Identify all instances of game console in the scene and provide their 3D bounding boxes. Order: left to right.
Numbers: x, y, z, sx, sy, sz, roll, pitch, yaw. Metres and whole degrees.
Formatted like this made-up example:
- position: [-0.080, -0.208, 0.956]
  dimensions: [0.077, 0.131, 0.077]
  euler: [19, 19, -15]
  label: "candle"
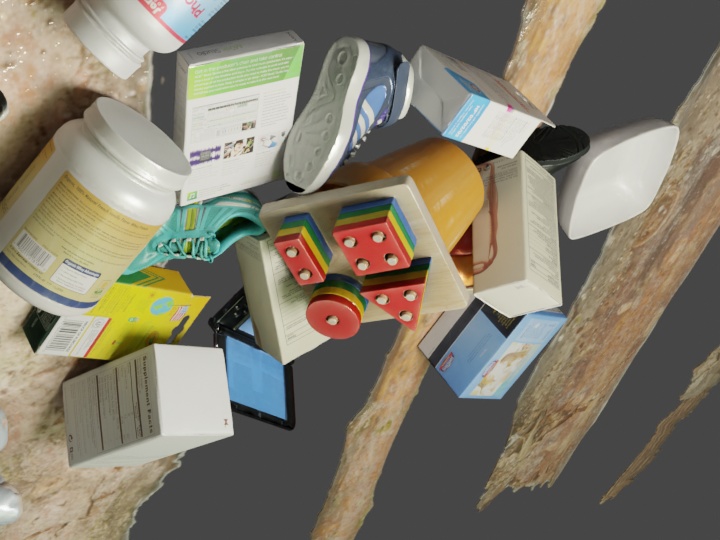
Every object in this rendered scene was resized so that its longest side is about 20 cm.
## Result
- position: [-0.115, 0.115, 1.506]
  dimensions: [0.172, 0.119, 0.200]
  euler: [-44, 147, 9]
  label: "game console"

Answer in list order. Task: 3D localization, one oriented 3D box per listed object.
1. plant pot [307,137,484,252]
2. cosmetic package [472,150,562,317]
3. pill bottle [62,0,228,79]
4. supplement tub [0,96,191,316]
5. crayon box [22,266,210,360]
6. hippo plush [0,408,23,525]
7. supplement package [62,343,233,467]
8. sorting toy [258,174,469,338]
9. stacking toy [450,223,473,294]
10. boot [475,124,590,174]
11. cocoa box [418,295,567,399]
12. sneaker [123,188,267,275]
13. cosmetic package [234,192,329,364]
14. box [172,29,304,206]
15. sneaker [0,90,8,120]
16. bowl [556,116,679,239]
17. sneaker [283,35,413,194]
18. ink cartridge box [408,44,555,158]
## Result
- position: [0.061, -0.078, 1.397]
  dimensions: [0.183, 0.200, 0.200]
  euler: [-38, 150, -29]
  label: "plant pot"
- position: [0.214, -0.049, 1.456]
  dimensions: [0.087, 0.200, 0.103]
  euler: [-17, 147, 34]
  label: "cosmetic package"
- position: [-0.178, -0.277, 0.988]
  dimensions: [0.200, 0.109, 0.109]
  euler: [-43, 147, 6]
  label: "pill bottle"
- position: [-0.285, -0.067, 1.104]
  dimensions: [0.200, 0.144, 0.144]
  euler: [-47, 146, 14]
  label: "supplement tub"
- position: [-0.300, 0.052, 1.316]
  dimensions: [0.200, 0.051, 0.127]
  euler: [14, 121, -50]
  label: "crayon box"
- position: [-0.513, 0.233, 1.285]
  dimensions: [0.200, 0.159, 0.161]
  euler: [-12, 110, -57]
  label: "hippo plush"
- position: [-0.276, 0.177, 1.355]
  dimensions: [0.200, 0.117, 0.117]
  euler: [-22, 159, 37]
  label: "supplement package"
- position: [0.000, 0.000, 1.260]
  dimensions: [0.200, 0.070, 0.199]
  euler: [-10, 129, 26]
  label: "sorting toy"
- position: [0.139, -0.076, 1.538]
  dimensions: [0.146, 0.146, 0.200]
  euler: [-16, 125, -31]
  label: "stacking toy"
- position: [0.252, -0.125, 1.613]
  dimensions: [0.198, 0.073, 0.163]
  euler: [-21, 141, -13]
  label: "boot"
- position: [0.225, 0.107, 1.808]
  dimensions: [0.133, 0.131, 0.200]
  euler: [9, 125, -48]
  label: "cocoa box"
- position: [-0.205, -0.045, 1.265]
  dimensions: [0.200, 0.080, 0.078]
  euler: [-25, 144, -19]
  label: "sneaker"
- position: [-0.096, 0.011, 1.388]
  dimensions: [0.105, 0.071, 0.200]
  euler: [-27, 129, -29]
  label: "cosmetic package"
- position: [-0.144, -0.174, 1.212]
  dimensions: [0.144, 0.036, 0.200]
  euler: [-18, 143, -29]
  label: "box"
- position: [-0.427, -0.131, 0.965]
  dimensions: [0.200, 0.075, 0.081]
  euler: [-5, 143, -39]
  label: "sneaker"
- position: [0.405, -0.161, 1.713]
  dimensions: [0.200, 0.075, 0.200]
  euler: [-21, 144, -25]
  label: "bowl"
- position: [0.000, -0.176, 1.277]
  dimensions: [0.146, 0.081, 0.200]
  euler: [10, 104, -51]
  label: "sneaker"
- position: [0.152, -0.213, 1.372]
  dimensions: [0.200, 0.115, 0.068]
  euler: [9, 125, -48]
  label: "ink cartridge box"
